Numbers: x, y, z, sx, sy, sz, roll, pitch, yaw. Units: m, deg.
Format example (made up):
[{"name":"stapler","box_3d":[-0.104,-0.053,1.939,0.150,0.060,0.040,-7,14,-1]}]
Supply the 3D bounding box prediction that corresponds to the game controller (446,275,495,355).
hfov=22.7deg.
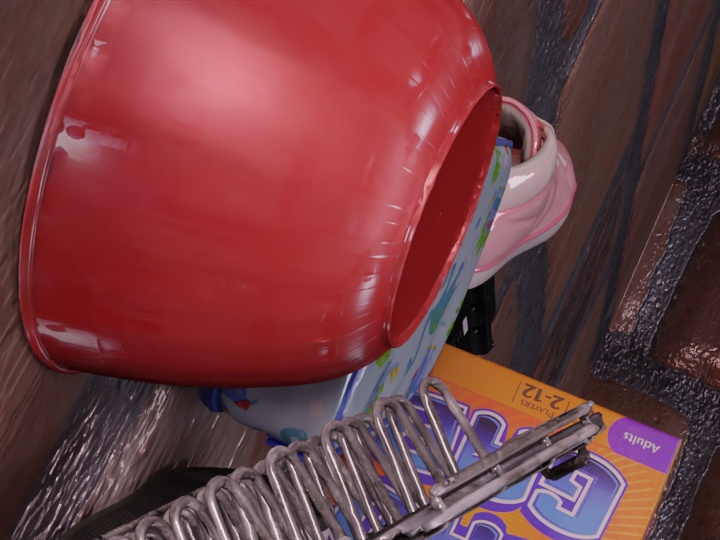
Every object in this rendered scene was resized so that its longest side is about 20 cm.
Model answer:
[{"name":"game controller","box_3d":[0.063,0.043,1.292,0.104,0.042,0.200,-50,164,-12]}]

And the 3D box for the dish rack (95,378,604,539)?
[{"name":"dish rack","box_3d":[-0.026,0.083,0.565,0.200,0.055,0.153,-32,174,37]}]

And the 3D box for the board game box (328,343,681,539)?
[{"name":"board game box","box_3d":[0.072,0.195,1.186,0.200,0.199,0.200,91,23,-61]}]

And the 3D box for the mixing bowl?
[{"name":"mixing bowl","box_3d":[-0.019,-0.037,0.614,0.200,0.108,0.201,23,90,-79]}]

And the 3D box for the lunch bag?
[{"name":"lunch bag","box_3d":[0.000,0.000,0.817,0.200,0.082,0.161,-13,124,-75]}]

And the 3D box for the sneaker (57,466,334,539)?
[{"name":"sneaker","box_3d":[-0.075,0.159,0.758,0.200,0.083,0.121,-12,119,-66]}]

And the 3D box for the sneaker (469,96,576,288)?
[{"name":"sneaker","box_3d":[0.100,-0.071,1.139,0.200,0.075,0.105,-42,157,-55]}]
